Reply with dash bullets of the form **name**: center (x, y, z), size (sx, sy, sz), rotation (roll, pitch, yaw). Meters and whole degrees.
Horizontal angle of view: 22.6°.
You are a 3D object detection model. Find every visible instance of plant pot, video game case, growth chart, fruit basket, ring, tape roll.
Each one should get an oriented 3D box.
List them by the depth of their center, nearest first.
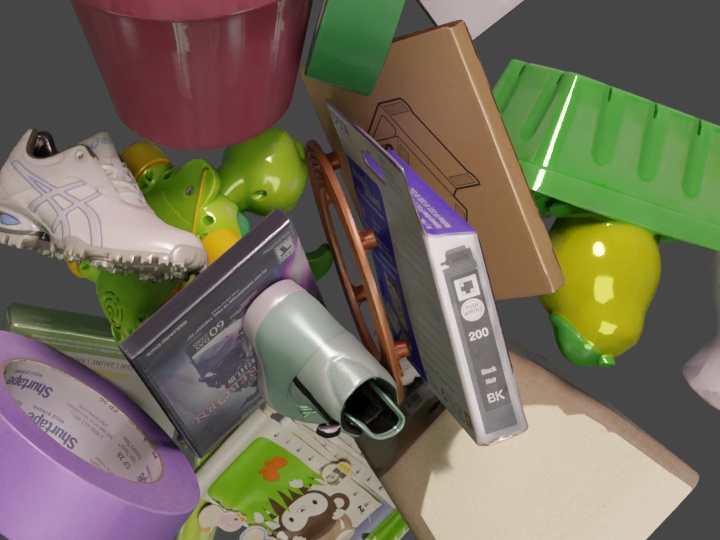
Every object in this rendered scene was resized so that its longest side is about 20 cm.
- **tape roll**: center (0.012, -0.216, 1.170), size (0.048, 0.201, 0.201), rotation (17, 111, -4)
- **plant pot**: center (-0.110, -0.189, 1.199), size (0.199, 0.201, 0.180), rotation (-10, 134, -9)
- **tape roll**: center (-0.211, 0.128, 1.261), size (0.200, 0.200, 0.066), rotation (32, 102, -26)
- **video game case**: center (-0.088, 0.050, 1.279), size (0.143, 0.019, 0.200), rotation (-42, 155, -11)
- **ring**: center (0.000, 0.000, 1.302), size (0.019, 0.201, 0.201), rotation (-19, 119, -5)
- **fruit basket**: center (0.171, -0.035, 1.340), size (0.214, 0.155, 0.217), rotation (-7, 106, -26)
- **plant pot**: center (0.108, 0.153, 1.410), size (0.177, 0.200, 0.200), rotation (42, 91, -13)
- **growth chart**: center (-0.041, 0.187, 1.490), size (0.199, 0.018, 0.145), rotation (28, 107, -24)

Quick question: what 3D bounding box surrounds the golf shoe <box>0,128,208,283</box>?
- **golf shoe**: center (-0.182, -0.049, 1.248), size (0.078, 0.199, 0.098), rotation (21, 85, -58)

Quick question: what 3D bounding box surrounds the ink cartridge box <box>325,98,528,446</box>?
- **ink cartridge box**: center (0.042, -0.009, 1.212), size (0.043, 0.198, 0.201), rotation (-20, 113, -8)

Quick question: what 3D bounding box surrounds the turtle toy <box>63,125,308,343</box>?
- **turtle toy**: center (-0.117, -0.023, 1.308), size (0.200, 0.146, 0.101), rotation (-52, 147, 14)

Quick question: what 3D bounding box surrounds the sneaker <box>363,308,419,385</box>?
- **sneaker**: center (0.047, 0.020, 1.411), size (0.082, 0.075, 0.200), rotation (44, 97, -8)

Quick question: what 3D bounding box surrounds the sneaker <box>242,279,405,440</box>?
- **sneaker**: center (-0.017, 0.094, 1.296), size (0.074, 0.118, 0.201), rotation (-42, 156, -8)

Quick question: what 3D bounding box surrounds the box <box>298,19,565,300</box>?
- **box**: center (0.049, -0.069, 1.290), size (0.021, 0.163, 0.201), rotation (-34, 107, -40)

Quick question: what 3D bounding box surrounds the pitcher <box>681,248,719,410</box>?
- **pitcher**: center (0.356, 0.004, 1.456), size (0.171, 0.121, 0.201), rotation (-16, 132, -30)

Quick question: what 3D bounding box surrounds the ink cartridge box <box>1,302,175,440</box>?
- **ink cartridge box**: center (-0.223, 0.131, 1.399), size (0.145, 0.048, 0.201), rotation (10, 110, -19)

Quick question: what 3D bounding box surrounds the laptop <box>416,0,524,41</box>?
- **laptop**: center (0.108, -0.264, 1.249), size (0.200, 0.116, 0.187), rotation (-37, 118, 5)

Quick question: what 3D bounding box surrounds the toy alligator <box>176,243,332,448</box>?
- **toy alligator**: center (-0.098, 0.050, 1.383), size (0.054, 0.059, 0.200), rotation (33, 104, -26)
